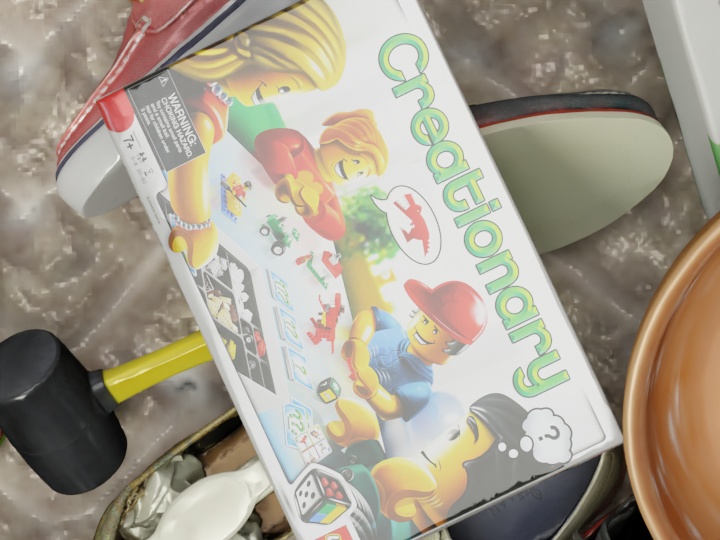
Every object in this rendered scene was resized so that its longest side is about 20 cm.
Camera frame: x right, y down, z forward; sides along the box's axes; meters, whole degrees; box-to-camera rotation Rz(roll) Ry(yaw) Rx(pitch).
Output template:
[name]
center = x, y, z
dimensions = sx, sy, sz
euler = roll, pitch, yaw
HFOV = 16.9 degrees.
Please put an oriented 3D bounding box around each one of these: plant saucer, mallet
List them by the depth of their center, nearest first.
[plant saucer]
center = 0.191, 0.045, 0.860
dimensions = 0.199, 0.037, 0.201
euler = 0, 110, -1
[mallet]
center = -0.056, 0.019, 0.942
dimensions = 0.200, 0.066, 0.041
euler = -30, 39, 13

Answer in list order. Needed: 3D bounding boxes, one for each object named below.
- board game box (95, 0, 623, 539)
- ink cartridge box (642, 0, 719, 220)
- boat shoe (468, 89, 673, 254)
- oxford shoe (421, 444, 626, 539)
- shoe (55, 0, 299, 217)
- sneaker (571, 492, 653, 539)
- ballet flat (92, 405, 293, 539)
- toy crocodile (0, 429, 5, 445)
[board game box]
center = 0.000, 0.000, 0.904
dimensions = 0.126, 0.035, 0.201
euler = -26, 85, 3
[ink cartridge box]
center = 0.216, -0.096, 0.917
dimensions = 0.199, 0.084, 0.146
euler = -20, 119, 2
[boat shoe]
center = 0.023, -0.038, 0.967
dimensions = 0.199, 0.071, 0.063
euler = -16, 41, 4
[oxford shoe]
center = 0.020, 0.118, 0.944
dimensions = 0.200, 0.074, 0.071
euler = -45, 83, -1
[shoe]
center = -0.069, -0.119, 0.981
dimensions = 0.091, 0.071, 0.200
euler = 43, 83, 9
[sneaker]
center = 0.087, 0.127, 0.923
dimensions = 0.200, 0.082, 0.077
euler = -39, 47, -8
[ballet flat]
center = -0.022, 0.068, 0.957
dimensions = 0.200, 0.071, 0.071
euler = -35, 83, 0
[toy crocodile]
center = -0.188, 0.085, 0.970
dimensions = 0.067, 0.062, 0.201
euler = 17, 86, 6
